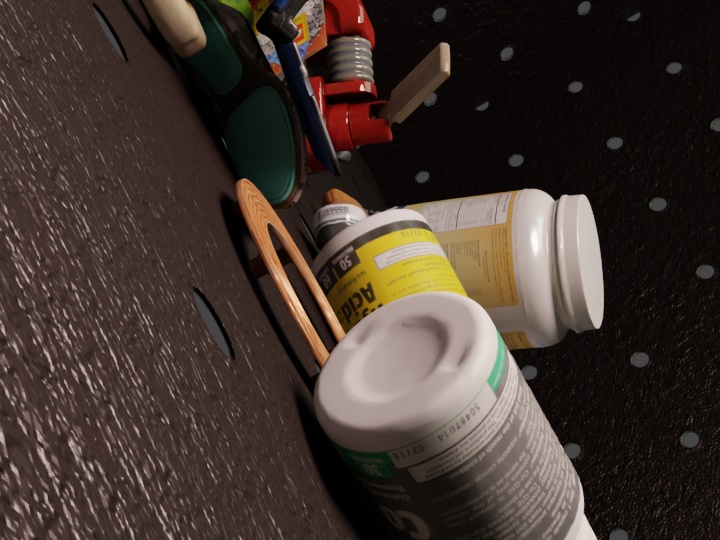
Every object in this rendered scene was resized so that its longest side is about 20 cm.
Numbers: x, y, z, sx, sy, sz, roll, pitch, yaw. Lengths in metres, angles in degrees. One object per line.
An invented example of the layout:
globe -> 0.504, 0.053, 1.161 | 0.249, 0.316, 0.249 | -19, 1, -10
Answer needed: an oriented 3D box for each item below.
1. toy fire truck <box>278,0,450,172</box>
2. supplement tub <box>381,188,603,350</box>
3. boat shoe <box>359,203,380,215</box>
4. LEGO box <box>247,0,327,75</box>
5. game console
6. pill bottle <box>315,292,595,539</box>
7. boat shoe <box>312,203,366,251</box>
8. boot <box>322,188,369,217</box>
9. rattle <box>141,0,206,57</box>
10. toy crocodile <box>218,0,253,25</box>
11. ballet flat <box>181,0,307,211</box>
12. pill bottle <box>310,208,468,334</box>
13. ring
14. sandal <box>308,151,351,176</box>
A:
toy fire truck -> -0.007, -0.196, 1.334 | 0.129, 0.197, 0.179 | 51, 35, -73
supplement tub -> 0.118, 0.003, 1.295 | 0.144, 0.197, 0.147 | -6, 90, -71
boat shoe -> 0.028, -0.053, 2.010 | 0.074, 0.060, 0.200 | 64, 5, 28
LEGO box -> -0.118, -0.297, 1.265 | 0.200, 0.077, 0.150 | 51, -17, 29
game console -> -0.017, -0.183, 1.099 | 0.118, 0.171, 0.200 | 38, 3, -11
pill bottle -> 0.064, 0.121, 0.828 | 0.201, 0.112, 0.113 | 58, 5, -32
boat shoe -> 0.000, 0.000, 1.362 | 0.200, 0.068, 0.057 | 49, 30, -62
boot -> 0.026, 0.006, 1.549 | 0.201, 0.073, 0.155 | 62, -1, -31
rattle -> -0.127, -0.256, 0.992 | 0.201, 0.141, 0.132 | 65, 16, -52
toy crocodile -> -0.144, -0.237, 1.166 | 0.067, 0.062, 0.202 | 15, -42, 48
ballet flat -> -0.081, -0.132, 1.096 | 0.202, 0.071, 0.072 | 61, 4, 21
pill bottle -> 0.046, 0.061, 1.124 | 0.202, 0.110, 0.111 | 62, 4, 23
ring -> -0.038, 0.029, 0.955 | 0.202, 0.019, 0.200 | 62, 3, -6
sandal -> -0.045, -0.130, 1.611 | 0.043, 0.076, 0.200 | 58, 15, -9
